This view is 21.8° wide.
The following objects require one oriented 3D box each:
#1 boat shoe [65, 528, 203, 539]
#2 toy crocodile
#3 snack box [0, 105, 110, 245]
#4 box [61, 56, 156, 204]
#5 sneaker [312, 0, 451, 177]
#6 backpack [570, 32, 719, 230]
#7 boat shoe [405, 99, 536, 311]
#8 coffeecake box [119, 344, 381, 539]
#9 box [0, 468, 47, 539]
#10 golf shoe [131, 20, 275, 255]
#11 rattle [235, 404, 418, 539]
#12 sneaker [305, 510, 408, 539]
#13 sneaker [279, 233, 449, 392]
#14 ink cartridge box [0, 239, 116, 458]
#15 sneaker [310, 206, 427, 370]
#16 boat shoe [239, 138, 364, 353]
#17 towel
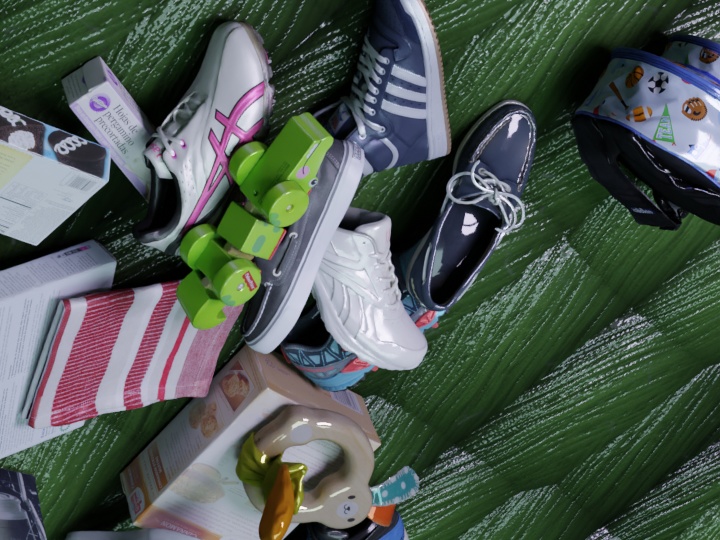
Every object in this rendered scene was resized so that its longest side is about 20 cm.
[{"bbox_3d":[-0.211,0.287,1.787,0.200,0.066,0.073,-10,148,43],"label":"boat shoe"},{"bbox_3d":[-0.085,-0.036,1.501,0.062,0.067,0.200,16,111,-51],"label":"toy crocodile"},{"bbox_3d":[-0.315,-0.089,1.492,0.200,0.037,0.116,21,140,-34],"label":"snack box"},{"bbox_3d":[-0.178,-0.093,1.563,0.039,0.041,0.200,-31,132,5],"label":"box"},{"bbox_3d":[0.010,-0.157,1.560,0.108,0.070,0.200,-19,136,-7],"label":"sneaker"},{"bbox_3d":[0.289,-0.119,1.625,0.190,0.200,0.154,26,86,-28],"label":"backpack"},{"bbox_3d":[0.102,-0.056,1.647,0.075,0.062,0.200,31,91,-15],"label":"boat shoe"},{"bbox_3d":[-0.107,0.182,1.801,0.153,0.073,0.200,30,114,-37],"label":"coffeecake box"},{"bbox_3d":[-0.392,0.273,1.687,0.200,0.197,0.124,18,120,-32],"label":"box"},{"bbox_3d":[-0.128,-0.105,1.516,0.092,0.073,0.201,0,110,-40],"label":"golf shoe"},{"bbox_3d":[-0.012,0.220,1.729,0.130,0.143,0.200,-50,123,-1],"label":"rattle"},{"bbox_3d":[-0.051,0.288,1.909,0.199,0.077,0.111,-25,139,-5],"label":"sneaker"},{"bbox_3d":[0.007,0.030,1.713,0.200,0.079,0.095,-43,128,17],"label":"sneaker"},{"bbox_3d":[-0.311,0.084,1.609,0.200,0.043,0.197,-20,140,-41],"label":"ink cartridge box"},{"bbox_3d":[0.000,0.000,1.630,0.099,0.078,0.200,-37,103,25],"label":"sneaker"},{"bbox_3d":[-0.065,-0.025,1.555,0.066,0.070,0.200,19,115,-20],"label":"boat shoe"},{"bbox_3d":[-0.197,0.070,1.662,0.200,0.023,0.144,-9,134,-41],"label":"towel"}]
